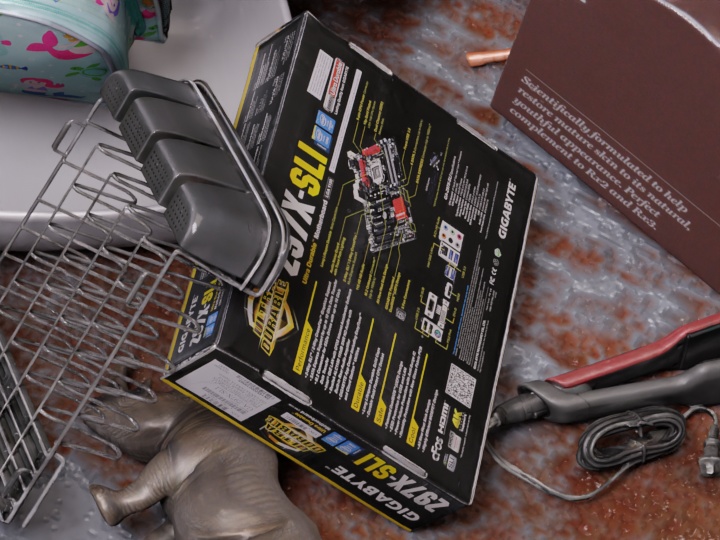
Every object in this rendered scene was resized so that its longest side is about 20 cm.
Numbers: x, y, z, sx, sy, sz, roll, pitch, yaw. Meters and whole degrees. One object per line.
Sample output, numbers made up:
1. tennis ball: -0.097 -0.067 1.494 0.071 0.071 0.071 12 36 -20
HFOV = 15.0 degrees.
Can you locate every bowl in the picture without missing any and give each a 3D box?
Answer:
1. bowl: -0.132 -0.089 1.396 0.198 0.075 0.201 -4 54 -9

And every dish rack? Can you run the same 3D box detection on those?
1. dish rack: -0.123 0.016 1.250 0.054 0.201 0.154 22 22 -32

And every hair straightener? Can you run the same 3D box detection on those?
1. hair straightener: 0.153 0.065 1.337 0.199 0.041 0.077 -14 57 -19

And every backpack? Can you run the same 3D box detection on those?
1. backpack: -0.169 -0.169 1.282 0.176 0.200 0.152 9 70 -2

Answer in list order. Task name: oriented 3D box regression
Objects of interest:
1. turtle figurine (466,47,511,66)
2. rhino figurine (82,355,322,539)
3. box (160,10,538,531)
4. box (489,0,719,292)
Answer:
1. turtle figurine: 0.039 -0.207 1.504 0.199 0.065 0.162 21 55 8
2. rhino figurine: -0.076 0.106 1.268 0.087 0.060 0.200 -25 45 -7
3. box: 0.000 0.000 1.310 0.159 0.049 0.201 32 53 -26
4. box: 0.202 -0.136 1.402 0.166 0.165 0.200 40 60 12
